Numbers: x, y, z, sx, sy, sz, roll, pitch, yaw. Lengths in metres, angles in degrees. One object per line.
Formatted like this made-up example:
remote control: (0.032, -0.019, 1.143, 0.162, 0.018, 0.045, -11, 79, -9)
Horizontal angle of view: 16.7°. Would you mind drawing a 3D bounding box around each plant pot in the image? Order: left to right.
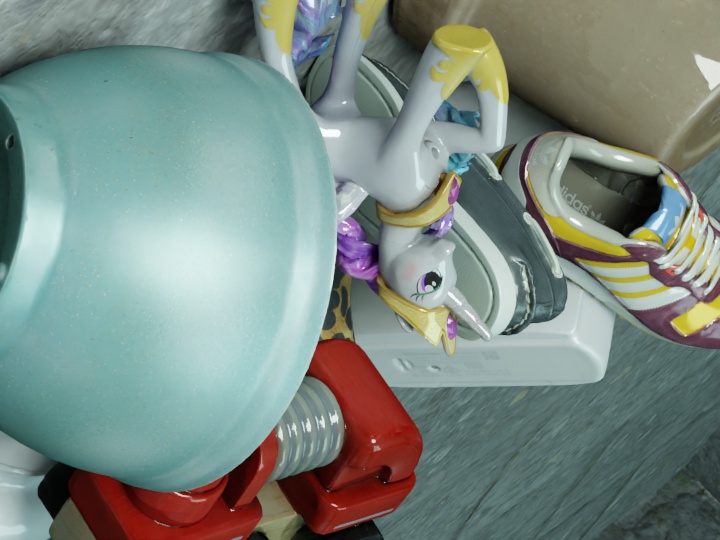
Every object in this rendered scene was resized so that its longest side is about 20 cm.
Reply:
plant pot: (-0.126, -0.011, 1.065, 0.134, 0.200, 0.200, 12, 128, -40)
plant pot: (0.146, -0.149, 1.375, 0.200, 0.175, 0.200, -39, 164, -13)

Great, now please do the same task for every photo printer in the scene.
photo printer: (0.081, -0.029, 1.460, 0.069, 0.166, 0.200, 55, 41, -50)

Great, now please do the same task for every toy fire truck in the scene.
toy fire truck: (-0.049, 0.062, 1.180, 0.176, 0.129, 0.200, -13, 149, -41)

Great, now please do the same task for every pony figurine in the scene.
pony figurine: (-0.014, -0.059, 1.225, 0.167, 0.193, 0.200, -49, 152, -47)

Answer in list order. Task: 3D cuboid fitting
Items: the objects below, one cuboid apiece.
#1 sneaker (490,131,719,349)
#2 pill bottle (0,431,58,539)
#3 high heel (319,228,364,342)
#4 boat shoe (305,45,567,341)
sneaker: (0.164, -0.013, 1.344, 0.090, 0.200, 0.075, -16, -128, 66)
pill bottle: (-0.214, 0.114, 1.267, 0.120, 0.120, 0.200, -23, 154, -54)
high heel: (0.000, 0.000, 1.397, 0.143, 0.200, 0.071, -29, -165, -33)
boat shoe: (0.039, -0.043, 1.324, 0.060, 0.200, 0.076, -7, 146, -40)
